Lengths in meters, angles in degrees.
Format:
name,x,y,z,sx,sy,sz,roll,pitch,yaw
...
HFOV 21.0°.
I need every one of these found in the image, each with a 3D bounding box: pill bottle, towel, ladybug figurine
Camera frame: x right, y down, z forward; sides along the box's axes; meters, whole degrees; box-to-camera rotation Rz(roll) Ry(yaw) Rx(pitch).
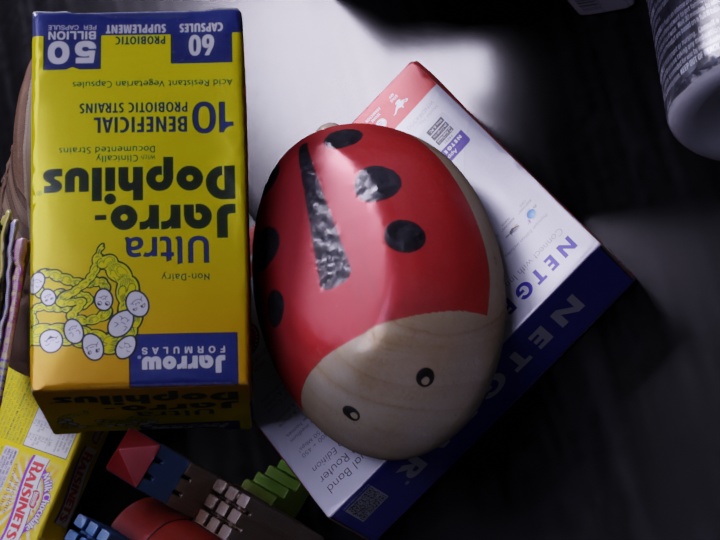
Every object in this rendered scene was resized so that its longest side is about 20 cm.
name,x,y,z,sx,sy,sz,roll,pitch,yaw
pill bottle,0.195,-0.164,0.988,0.106,0.106,0.200,-18,58,25
towel,-0.204,0.076,1.012,0.144,0.023,0.200,154,127,-71
ladybug figurine,0.000,0.000,0.989,0.136,0.072,0.200,-32,54,16

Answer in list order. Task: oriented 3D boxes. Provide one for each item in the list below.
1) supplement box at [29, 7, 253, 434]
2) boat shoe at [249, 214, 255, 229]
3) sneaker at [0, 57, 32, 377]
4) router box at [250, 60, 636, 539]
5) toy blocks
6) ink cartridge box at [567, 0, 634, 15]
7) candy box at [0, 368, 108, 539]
name,x,y,z,sx,sy,sz,roll,pitch,yaw
supplement box,-0.112,-0.023,1.006,0.109,0.110,0.200,-2,74,-3
boat shoe,-0.135,-0.065,1.176,0.062,0.075,0.200,-41,60,-5
sneaker,-0.190,-0.035,1.123,0.075,0.070,0.200,5,96,34
router box,0.019,0.013,1.049,0.200,0.049,0.180,-46,51,5
toy blocks,-0.108,0.173,0.995,0.100,0.137,0.200,26,83,39
ink cartridge box,0.125,-0.253,1.082,0.039,0.099,0.200,-6,64,32
candy box,-0.193,0.084,1.166,0.102,0.026,0.200,14,75,34
